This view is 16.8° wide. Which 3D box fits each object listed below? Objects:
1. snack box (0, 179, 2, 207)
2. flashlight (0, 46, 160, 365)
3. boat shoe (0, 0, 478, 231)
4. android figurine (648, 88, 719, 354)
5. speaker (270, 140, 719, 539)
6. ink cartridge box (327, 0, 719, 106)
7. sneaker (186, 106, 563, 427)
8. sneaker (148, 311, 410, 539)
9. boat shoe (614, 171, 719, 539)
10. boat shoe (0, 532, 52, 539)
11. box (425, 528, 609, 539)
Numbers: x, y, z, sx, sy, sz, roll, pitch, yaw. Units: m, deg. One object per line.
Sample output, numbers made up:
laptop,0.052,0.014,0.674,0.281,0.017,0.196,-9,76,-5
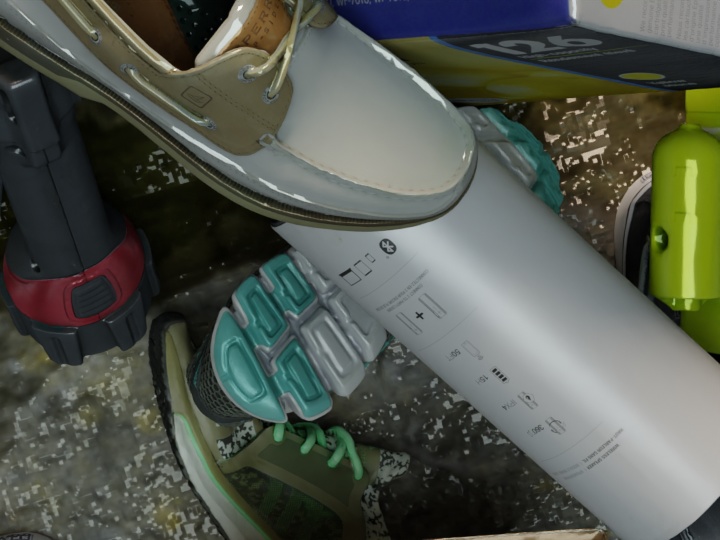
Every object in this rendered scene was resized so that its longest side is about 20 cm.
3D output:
snack box,-0.212,-0.120,1.012,0.141,0.053,0.201,5,106,-6
flashlight,-0.128,-0.040,0.976,0.067,0.068,0.200,11,148,15
boat shoe,-0.045,-0.076,0.859,0.199,0.068,0.075,23,66,-8
android figurine,0.193,-0.030,1.026,0.181,0.041,0.201,0,96,-32
speaker,0.063,0.019,0.955,0.200,0.081,0.081,41,100,-10
ink cartridge box,0.040,-0.097,0.917,0.199,0.197,0.047,4,89,-42
sneaker,0.000,0.000,1.028,0.200,0.091,0.078,-34,90,-31
sneaker,-0.025,0.091,1.078,0.088,0.077,0.200,-32,112,-3
boat shoe,0.152,0.057,1.070,0.071,0.068,0.201,-6,106,-1
boat shoe,-0.119,0.219,1.095,0.074,0.086,0.203,-21,105,3
box,0.020,0.170,1.036,0.163,0.021,0.200,-6,145,-3
